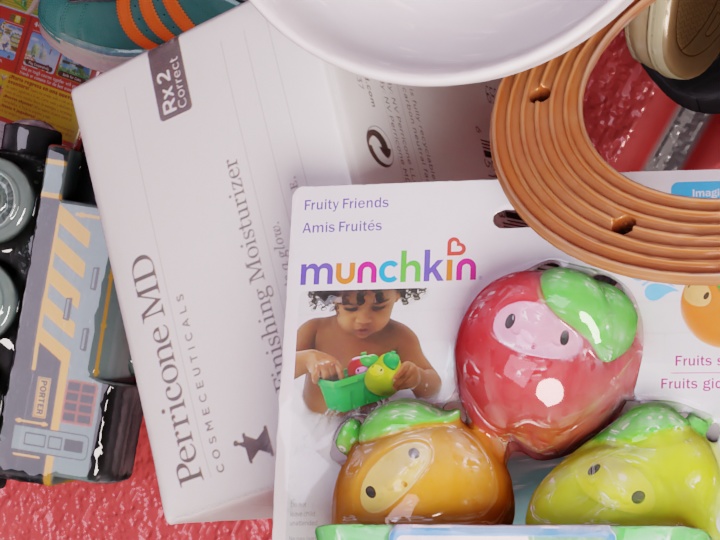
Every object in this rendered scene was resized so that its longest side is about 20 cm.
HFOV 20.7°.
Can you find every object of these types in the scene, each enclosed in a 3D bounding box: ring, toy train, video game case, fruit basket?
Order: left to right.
[{"bbox_3d":[-0.201,-0.106,1.125,0.143,0.017,0.200,21,96,33],"label":"video game case"},{"bbox_3d":[-0.163,0.023,1.041,0.114,0.085,0.200,9,87,7],"label":"toy train"},{"bbox_3d":[0.056,0.059,0.686,0.185,0.094,0.200,-1,78,15],"label":"fruit basket"},{"bbox_3d":[0.143,-0.067,0.696,0.200,0.019,0.201,-14,43,14],"label":"ring"}]

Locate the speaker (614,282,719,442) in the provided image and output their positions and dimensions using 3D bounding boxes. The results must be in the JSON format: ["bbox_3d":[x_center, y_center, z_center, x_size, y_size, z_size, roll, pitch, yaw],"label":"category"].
[{"bbox_3d":[0.199,0.045,0.808,0.200,0.081,0.081,8,88,33],"label":"speaker"}]

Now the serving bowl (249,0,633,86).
[{"bbox_3d":[0.040,-0.166,0.742,0.200,0.066,0.201,-1,87,21],"label":"serving bowl"}]

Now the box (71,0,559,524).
[{"bbox_3d":[0.000,0.000,0.869,0.131,0.200,0.199,-22,75,29],"label":"box"}]

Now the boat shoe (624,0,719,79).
[{"bbox_3d":[0.129,-0.177,0.842,0.065,0.072,0.200,0,78,33],"label":"boat shoe"}]

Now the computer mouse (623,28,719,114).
[{"bbox_3d":[0.160,-0.170,0.889,0.140,0.046,0.200,-33,69,8],"label":"computer mouse"}]

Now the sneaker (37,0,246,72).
[{"bbox_3d":[-0.082,-0.142,1.006,0.200,0.071,0.080,13,126,27],"label":"sneaker"}]

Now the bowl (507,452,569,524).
[{"bbox_3d":[0.127,0.149,0.804,0.201,0.105,0.201,19,118,40],"label":"bowl"}]
